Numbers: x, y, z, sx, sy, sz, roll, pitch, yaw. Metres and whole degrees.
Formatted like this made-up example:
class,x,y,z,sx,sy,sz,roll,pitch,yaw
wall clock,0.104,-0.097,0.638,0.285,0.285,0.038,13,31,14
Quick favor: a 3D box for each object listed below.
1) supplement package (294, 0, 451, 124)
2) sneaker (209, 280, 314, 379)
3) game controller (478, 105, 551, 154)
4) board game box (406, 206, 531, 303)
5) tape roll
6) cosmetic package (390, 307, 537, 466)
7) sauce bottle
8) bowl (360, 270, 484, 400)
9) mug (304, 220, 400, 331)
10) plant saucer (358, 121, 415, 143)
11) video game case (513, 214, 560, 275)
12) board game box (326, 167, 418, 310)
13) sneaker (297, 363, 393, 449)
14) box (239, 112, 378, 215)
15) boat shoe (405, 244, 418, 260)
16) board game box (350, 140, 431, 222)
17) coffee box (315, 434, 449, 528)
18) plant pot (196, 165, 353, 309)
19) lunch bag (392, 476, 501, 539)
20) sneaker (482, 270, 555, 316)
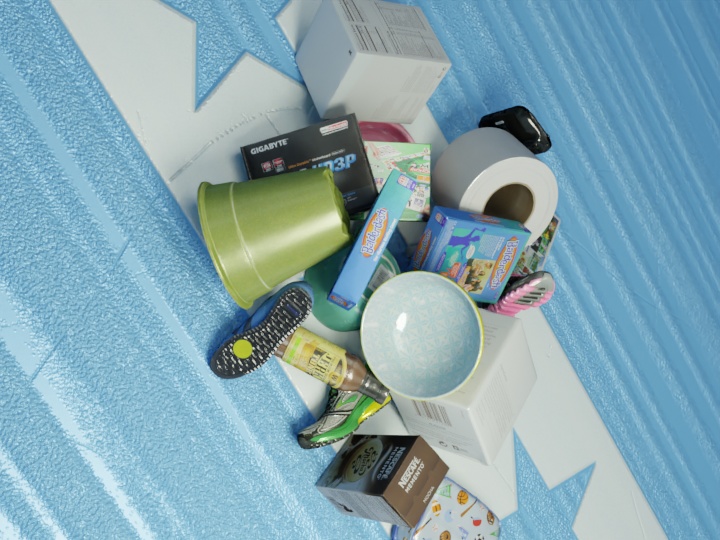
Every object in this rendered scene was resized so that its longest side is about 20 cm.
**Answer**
class,x,y,z,sx,sy,sz,roll,pitch,yaw
supplement package,0.019,-0.366,1.339,0.198,0.152,0.152,-4,58,-34
sneaker,-0.149,0.092,1.192,0.200,0.078,0.066,-42,102,5
game controller,0.301,-0.270,1.512,0.042,0.200,0.105,-33,102,-13
board game box,0.187,-0.023,1.339,0.198,0.045,0.153,8,116,-34
tape roll,0.246,-0.146,1.422,0.201,0.139,0.204,-9,124,-14
cosmetic package,0.180,0.190,1.322,0.200,0.166,0.167,-52,136,-30
sauce bottle,-0.043,0.152,1.230,0.199,0.065,0.065,26,65,1
bowl,0.110,0.099,1.224,0.108,0.198,0.202,-5,82,-68
mug,-0.007,0.006,1.296,0.151,0.114,0.187,-8,86,-34
plant saucer,0.027,-0.182,1.396,0.199,0.051,0.203,7,77,-32
video game case,0.326,-0.081,1.592,0.182,0.022,0.201,39,61,-21
board game box,0.014,-0.042,1.156,0.045,0.152,0.201,27,81,-2
sneaker,-0.036,0.227,1.267,0.199,0.078,0.086,-33,92,-43
box,-0.080,-0.153,1.262,0.198,0.046,0.161,-16,90,-1
boat shoe,0.172,-0.015,1.444,0.198,0.073,0.068,0,80,-34
board game box,0.023,-0.153,1.317,0.198,0.029,0.136,1,89,-10
coffee box,0.031,0.326,1.206,0.080,0.199,0.113,48,59,-16
plant pot,-0.115,-0.067,1.141,0.188,0.200,0.202,-18,91,7
lunch bag,0.148,0.459,1.336,0.200,0.075,0.161,40,64,-22
sneaker,0.288,0.033,1.447,0.078,0.200,0.096,16,60,-23
